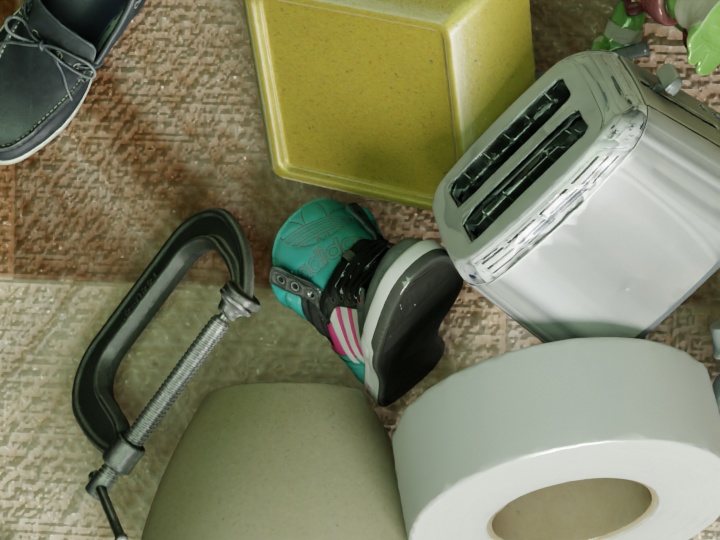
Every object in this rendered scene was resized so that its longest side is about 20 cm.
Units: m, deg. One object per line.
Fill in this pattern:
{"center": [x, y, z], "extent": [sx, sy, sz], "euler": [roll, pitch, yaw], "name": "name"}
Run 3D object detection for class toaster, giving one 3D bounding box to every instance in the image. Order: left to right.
{"center": [0.133, -0.034, 1.482], "extent": [0.129, 0.114, 0.200], "euler": [34, 113, -31], "name": "toaster"}

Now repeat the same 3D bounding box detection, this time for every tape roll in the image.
{"center": [0.121, 0.118, 1.518], "extent": [0.202, 0.203, 0.071], "euler": [-15, 61, 10], "name": "tape roll"}

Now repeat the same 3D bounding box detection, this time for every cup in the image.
{"center": [-0.047, 0.148, 1.595], "extent": [0.199, 0.200, 0.144], "euler": [-2, 79, 9], "name": "cup"}

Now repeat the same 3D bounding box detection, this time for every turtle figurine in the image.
{"center": [0.151, -0.150, 1.538], "extent": [0.200, 0.194, 0.144], "euler": [-31, 135, -22], "name": "turtle figurine"}

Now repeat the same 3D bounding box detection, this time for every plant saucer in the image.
{"center": [0.009, -0.114, 1.543], "extent": [0.199, 0.048, 0.201], "euler": [13, 132, 26], "name": "plant saucer"}

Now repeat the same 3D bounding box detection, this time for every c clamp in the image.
{"center": [-0.123, 0.060, 1.616], "extent": [0.027, 0.171, 0.200], "euler": [30, 96, -33], "name": "c clamp"}

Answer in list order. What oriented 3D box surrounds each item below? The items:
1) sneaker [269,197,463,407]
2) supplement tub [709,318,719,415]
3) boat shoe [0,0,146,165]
{"center": [0.000, 0.000, 1.573], "extent": [0.084, 0.200, 0.121], "euler": [-38, 75, -18], "name": "sneaker"}
{"center": [0.297, 0.117, 1.551], "extent": [0.145, 0.145, 0.201], "euler": [-13, 94, 9], "name": "supplement tub"}
{"center": [-0.195, -0.154, 1.639], "extent": [0.075, 0.062, 0.200], "euler": [40, 101, 1], "name": "boat shoe"}
